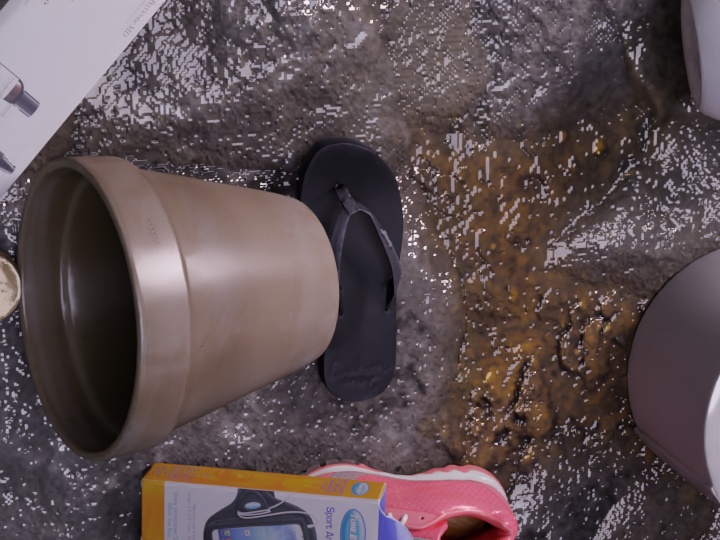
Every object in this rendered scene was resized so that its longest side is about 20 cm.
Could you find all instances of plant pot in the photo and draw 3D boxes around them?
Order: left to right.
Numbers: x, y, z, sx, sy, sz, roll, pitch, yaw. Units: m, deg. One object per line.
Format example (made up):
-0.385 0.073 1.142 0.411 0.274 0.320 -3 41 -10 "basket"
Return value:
-0.116 0.015 1.236 0.173 0.200 0.201 -9 108 -31 "plant pot"

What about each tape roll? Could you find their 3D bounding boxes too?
0.323 0.092 1.404 0.202 0.139 0.204 -5 106 -16 "tape roll"

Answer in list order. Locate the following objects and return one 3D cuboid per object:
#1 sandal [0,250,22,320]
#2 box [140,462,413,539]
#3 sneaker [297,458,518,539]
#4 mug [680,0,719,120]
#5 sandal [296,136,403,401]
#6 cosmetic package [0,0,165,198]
-0.327 0.045 1.218 0.211 0.070 0.078 -24 103 -4 "sandal"
-0.060 0.209 1.332 0.199 0.041 0.120 4 105 6 "box"
0.025 0.186 1.367 0.199 0.087 0.074 -4 106 -15 "sneaker"
0.322 -0.196 1.331 0.174 0.148 0.201 -8 77 3 "mug"
0.001 0.000 1.331 0.076 0.043 0.201 -11 108 -14 "sandal"
-0.226 -0.132 1.221 0.082 0.051 0.200 39 91 -23 "cosmetic package"
